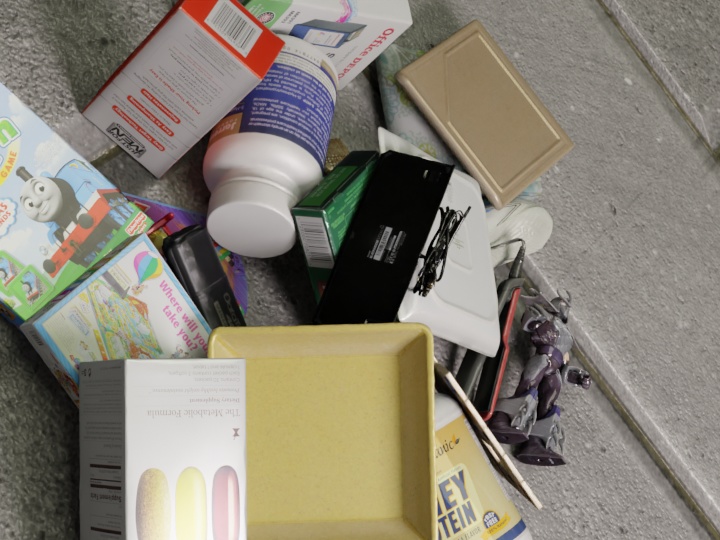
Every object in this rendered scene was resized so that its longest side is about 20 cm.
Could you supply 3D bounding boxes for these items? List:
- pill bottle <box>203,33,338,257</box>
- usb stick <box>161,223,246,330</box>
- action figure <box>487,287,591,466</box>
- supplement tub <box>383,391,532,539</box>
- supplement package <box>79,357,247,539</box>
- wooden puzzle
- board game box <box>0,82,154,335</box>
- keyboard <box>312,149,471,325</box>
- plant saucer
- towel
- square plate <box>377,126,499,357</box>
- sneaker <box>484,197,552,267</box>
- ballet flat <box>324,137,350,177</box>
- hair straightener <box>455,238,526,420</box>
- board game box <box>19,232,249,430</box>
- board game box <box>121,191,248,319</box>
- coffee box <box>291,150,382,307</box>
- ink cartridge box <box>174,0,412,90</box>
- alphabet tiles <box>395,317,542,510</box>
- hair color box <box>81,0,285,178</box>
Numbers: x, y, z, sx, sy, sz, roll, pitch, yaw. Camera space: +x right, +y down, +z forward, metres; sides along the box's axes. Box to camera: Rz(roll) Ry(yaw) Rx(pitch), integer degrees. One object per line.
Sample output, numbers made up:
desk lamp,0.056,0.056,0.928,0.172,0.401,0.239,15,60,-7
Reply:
pill bottle,-0.091,-0.120,1.617,0.119,0.119,0.202,26,52,-25
usb stick,-0.128,0.054,1.522,0.055,0.032,0.202,-36,108,-51
action figure,0.199,0.106,1.758,0.130,0.069,0.201,42,53,-34
supplement tub,0.056,0.206,1.544,0.144,0.144,0.201,-25,84,-43
supplement package,-0.164,0.175,1.363,0.113,0.109,0.203,1,85,-29
wooden puzzle,0.136,-0.173,1.827,0.186,0.037,0.200,52,41,0
board game box,-0.303,-0.052,1.445,0.200,0.037,0.152,42,66,-11
keyboard,0.035,-0.013,1.542,0.103,0.040,0.202,16,67,17
plant saucer,-0.033,0.149,1.450,0.197,0.048,0.203,-1,88,-2
towel,0.109,-0.159,1.851,0.198,0.048,0.173,7,60,-36
square plate,0.085,-0.027,1.641,0.199,0.028,0.200,23,57,-56
sneaker,0.116,-0.032,1.785,0.198,0.072,0.073,-14,104,-30
ballet flat,0.022,-0.061,1.693,0.200,0.071,0.065,47,66,0
hair straightener,0.129,0.052,1.722,0.077,0.041,0.202,29,71,-26
board game box,-0.187,0.088,1.444,0.134,0.034,0.201,-41,106,-29
board game box,-0.181,-0.002,1.537,0.198,0.039,0.160,15,59,-32
coffee box,0.000,0.000,1.612,0.123,0.044,0.202,-47,130,-45
ink cartridge box,-0.068,-0.266,1.695,0.198,0.145,0.088,2,65,-38
alphabet tiles,0.096,0.131,1.600,0.008,0.167,0.201,-36,106,-5
hair color box,-0.167,-0.178,1.533,0.101,0.200,0.061,40,48,-14
